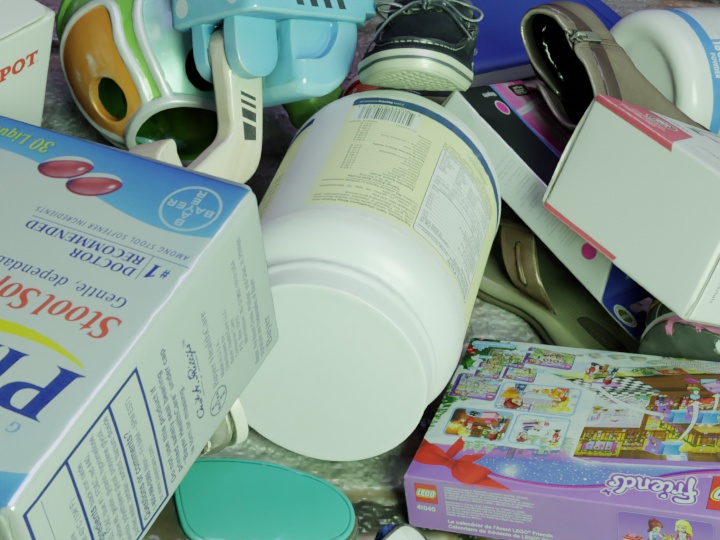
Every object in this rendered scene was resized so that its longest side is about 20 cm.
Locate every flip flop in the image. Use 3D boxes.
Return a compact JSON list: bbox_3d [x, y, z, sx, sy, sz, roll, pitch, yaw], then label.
[{"bbox_3d":[0.126,0.004,1.029,0.081,0.058,0.200,-20,52,-38],"label":"flip flop"}]

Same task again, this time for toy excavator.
[{"bbox_3d":[-0.067,-0.124,0.951,0.099,0.203,0.193,-7,-1,43],"label":"toy excavator"}]

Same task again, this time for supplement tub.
[{"bbox_3d":[0.000,0.000,0.914,0.144,0.146,0.201,19,38,2],"label":"supplement tub"},{"bbox_3d":[0.293,-0.141,1.210,0.198,0.133,0.132,-8,45,-27],"label":"supplement tub"}]

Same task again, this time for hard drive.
[{"bbox_3d":[0.127,-0.214,1.318,0.199,0.026,0.132,-16,50,-35],"label":"hard drive"}]

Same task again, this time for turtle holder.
[{"bbox_3d":[-0.118,-0.138,1.063,0.185,0.140,0.133,30,36,-49],"label":"turtle holder"}]

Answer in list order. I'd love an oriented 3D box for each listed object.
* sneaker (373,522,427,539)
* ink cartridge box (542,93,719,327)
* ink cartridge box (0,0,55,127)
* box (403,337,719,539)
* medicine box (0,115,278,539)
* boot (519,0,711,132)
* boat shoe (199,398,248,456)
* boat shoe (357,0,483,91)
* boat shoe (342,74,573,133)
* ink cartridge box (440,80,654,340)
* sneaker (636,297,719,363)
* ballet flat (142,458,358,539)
[{"bbox_3d":[0.047,0.182,0.758,0.197,0.081,0.116,6,47,-13],"label":"sneaker"},{"bbox_3d":[0.235,-0.025,0.949,0.199,0.083,0.146,11,22,-38],"label":"ink cartridge box"},{"bbox_3d":[-0.249,-0.051,0.833,0.084,0.201,0.146,29,39,16],"label":"ink cartridge box"},{"bbox_3d":[0.138,0.101,0.876,0.198,0.039,0.137,5,34,21],"label":"box"},{"bbox_3d":[-0.164,0.038,0.708,0.180,0.104,0.201,17,49,21],"label":"medicine box"},{"bbox_3d":[0.181,-0.099,1.065,0.201,0.070,0.146,57,24,19],"label":"boot"},{"bbox_3d":[-0.140,0.058,0.818,0.199,0.073,0.059,22,41,41],"label":"boat shoe"},{"bbox_3d":[0.041,-0.148,0.988,0.074,0.063,0.200,5,11,8],"label":"boat shoe"},{"bbox_3d":[0.082,-0.099,1.121,0.198,0.072,0.063,10,28,-7],"label":"boat shoe"},{"bbox_3d":[0.141,-0.045,1.024,0.200,0.037,0.094,51,31,15],"label":"ink cartridge box"},{"bbox_3d":[0.264,0.066,0.970,0.199,0.080,0.087,33,31,-11],"label":"sneaker"},{"bbox_3d":[-0.102,0.133,0.775,0.198,0.071,0.068,6,43,-19],"label":"ballet flat"}]
